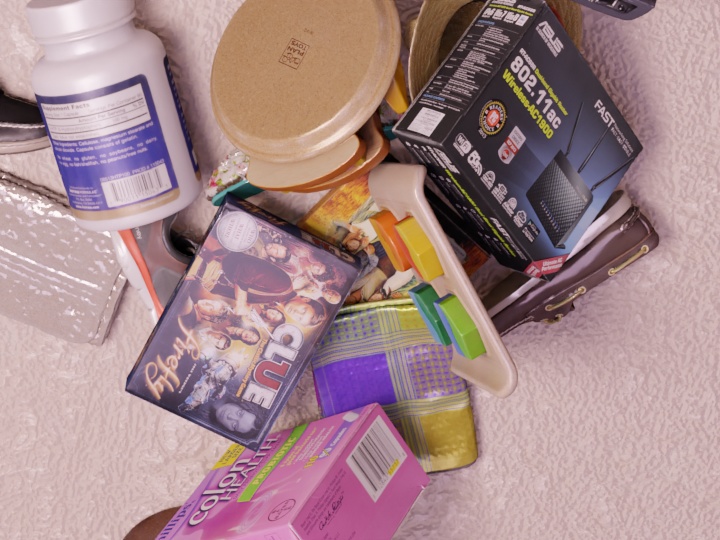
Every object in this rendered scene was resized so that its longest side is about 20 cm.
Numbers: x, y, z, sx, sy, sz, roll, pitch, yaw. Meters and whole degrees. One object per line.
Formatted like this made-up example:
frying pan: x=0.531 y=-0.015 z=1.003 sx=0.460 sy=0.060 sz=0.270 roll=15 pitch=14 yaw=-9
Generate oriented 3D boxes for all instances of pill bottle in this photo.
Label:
pill bottle: x=-0.218 y=-0.146 z=1.542 sx=0.120 sy=0.120 sz=0.200 roll=-10 pitch=111 yaw=12

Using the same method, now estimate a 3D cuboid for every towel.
towel: x=-0.311 y=-0.017 z=1.658 sx=0.200 sy=0.034 sz=0.133 roll=23 pitch=112 yaw=-3
towel: x=0.029 y=0.115 z=1.649 sx=0.144 sy=0.023 sz=0.200 roll=-8 pitch=121 yaw=4

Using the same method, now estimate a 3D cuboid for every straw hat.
straw hat: x=0.087 y=-0.189 z=1.490 sx=0.085 sy=0.201 sz=0.201 roll=23 pitch=124 yaw=46

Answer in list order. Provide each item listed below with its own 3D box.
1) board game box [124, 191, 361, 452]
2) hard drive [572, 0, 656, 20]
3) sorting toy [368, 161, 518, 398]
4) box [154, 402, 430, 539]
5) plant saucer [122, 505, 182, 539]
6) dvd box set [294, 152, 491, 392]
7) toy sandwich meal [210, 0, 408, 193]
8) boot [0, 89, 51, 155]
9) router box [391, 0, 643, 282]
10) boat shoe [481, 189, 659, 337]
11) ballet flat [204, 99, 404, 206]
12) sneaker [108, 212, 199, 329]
board game box: x=-0.104 y=0.048 z=1.576 sx=0.135 sy=0.035 sz=0.200 roll=26 pitch=106 yaw=-11
hard drive: x=0.153 y=-0.283 z=1.428 sx=0.200 sy=0.135 sz=0.042 roll=26 pitch=140 yaw=-6
sorting toy: x=0.060 y=0.007 z=1.490 sx=0.036 sy=0.185 sz=0.200 roll=-25 pitch=99 yaw=-8
box: x=-0.068 y=0.227 z=1.618 sx=0.200 sy=0.176 sz=0.097 roll=-20 pitch=111 yaw=40
plant saucer: x=-0.158 y=0.331 z=1.787 sx=0.200 sy=0.034 sz=0.200 roll=3 pitch=115 yaw=7
dvd box set: x=0.000 y=0.000 z=1.622 sx=0.146 sy=0.029 sz=0.200 roll=42 pitch=112 yaw=-12
toy sandwich meal: x=-0.038 y=-0.164 z=1.503 sx=0.205 sy=0.205 sz=0.070 roll=-28 pitch=150 yaw=18
boot: x=-0.356 y=-0.189 z=1.571 sx=0.200 sy=0.073 sz=0.151 roll=12 pitch=114 yaw=9
router box: x=0.134 y=-0.107 z=1.458 sx=0.150 sy=0.062 sz=0.200 roll=-55 pitch=133 yaw=-14
boat shoe: x=0.174 y=0.012 z=1.582 sx=0.200 sy=0.072 sz=0.060 roll=-40 pitch=100 yaw=15
ballet flat: x=-0.051 y=-0.118 z=1.568 sx=0.200 sy=0.076 sz=0.064 roll=-21 pitch=78 yaw=12
sneaker: x=-0.158 y=0.021 z=1.623 sx=0.082 sy=0.077 sz=0.200 roll=-26 pitch=126 yaw=-2
